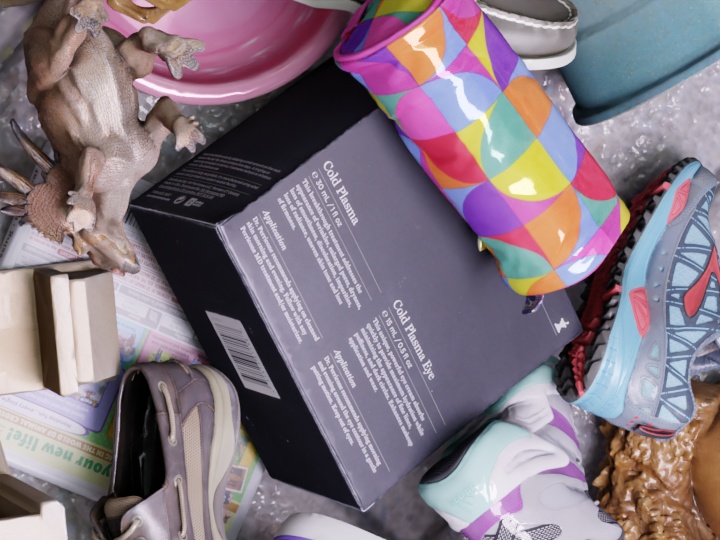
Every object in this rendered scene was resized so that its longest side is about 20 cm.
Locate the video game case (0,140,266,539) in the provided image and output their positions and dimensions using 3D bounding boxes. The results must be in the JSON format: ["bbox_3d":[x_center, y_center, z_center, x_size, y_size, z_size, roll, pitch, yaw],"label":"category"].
[{"bbox_3d":[-0.129,0.046,1.676,0.200,0.022,0.182,24,86,-23],"label":"video game case"}]

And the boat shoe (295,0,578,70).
[{"bbox_3d":[0.032,-0.168,1.608,0.201,0.072,0.060,18,119,-5],"label":"boat shoe"}]

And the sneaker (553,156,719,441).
[{"bbox_3d":[0.185,0.022,1.739,0.095,0.079,0.200,33,55,-12],"label":"sneaker"}]

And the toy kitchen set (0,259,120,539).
[{"bbox_3d":[-0.186,0.055,1.544,0.163,0.180,0.201,-7,97,-21],"label":"toy kitchen set"}]

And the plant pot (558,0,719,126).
[{"bbox_3d":[0.158,-0.221,1.679,0.200,0.200,0.196,-36,100,-15],"label":"plant pot"}]

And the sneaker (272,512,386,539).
[{"bbox_3d":[0.017,0.236,1.614,0.200,0.081,0.147,24,66,-2],"label":"sneaker"}]

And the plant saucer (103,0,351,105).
[{"bbox_3d":[-0.093,-0.196,1.648,0.200,0.051,0.201,-2,97,-21],"label":"plant saucer"}]

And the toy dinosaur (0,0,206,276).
[{"bbox_3d":[-0.151,-0.090,1.550,0.086,0.135,0.201,-6,97,-31],"label":"toy dinosaur"}]

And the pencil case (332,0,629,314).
[{"bbox_3d":[0.065,-0.072,1.573,0.088,0.088,0.200,-42,117,-13],"label":"pencil case"}]

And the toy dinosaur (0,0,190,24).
[{"bbox_3d":[-0.143,-0.178,1.581,0.200,0.060,0.106,-41,102,6],"label":"toy dinosaur"}]

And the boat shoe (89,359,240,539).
[{"bbox_3d":[-0.118,0.145,1.615,0.073,0.074,0.200,19,62,-38],"label":"boat shoe"}]

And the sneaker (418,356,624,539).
[{"bbox_3d":[0.113,0.139,1.693,0.078,0.200,0.140,-39,93,27],"label":"sneaker"}]

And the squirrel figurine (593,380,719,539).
[{"bbox_3d":[0.229,0.165,1.782,0.199,0.142,0.187,4,105,-8],"label":"squirrel figurine"}]

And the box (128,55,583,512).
[{"bbox_3d":[0.000,0.000,1.652,0.182,0.104,0.200,-37,116,-23],"label":"box"}]
